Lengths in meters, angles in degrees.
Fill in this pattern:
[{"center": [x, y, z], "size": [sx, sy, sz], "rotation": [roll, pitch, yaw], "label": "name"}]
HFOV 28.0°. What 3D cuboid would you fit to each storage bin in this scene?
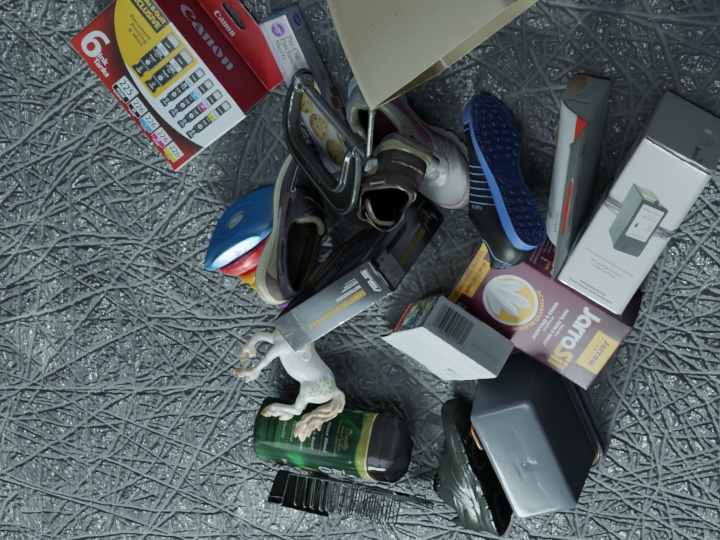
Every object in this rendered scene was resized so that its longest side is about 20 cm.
[{"center": [0.201, 0.200, 1.765], "size": [0.145, 0.134, 0.201], "rotation": [-17, 109, 24], "label": "storage bin"}]

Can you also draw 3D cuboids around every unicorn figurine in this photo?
[{"center": [-0.086, 0.110, 1.806], "size": [0.137, 0.074, 0.200], "rotation": [-28, 119, 15], "label": "unicorn figurine"}]

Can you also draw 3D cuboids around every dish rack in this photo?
[{"center": [-0.007, 0.302, 1.897], "size": [0.199, 0.153, 0.055], "rotation": [5, 79, 26], "label": "dish rack"}]

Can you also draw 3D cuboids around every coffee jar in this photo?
[{"center": [-0.034, 0.223, 1.887], "size": [0.199, 0.104, 0.086], "rotation": [7, 75, 18], "label": "coffee jar"}]

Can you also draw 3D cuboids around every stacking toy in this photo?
[{"center": [-0.093, 0.005, 1.808], "size": [0.116, 0.110, 0.200], "rotation": [-30, 118, 25], "label": "stacking toy"}]

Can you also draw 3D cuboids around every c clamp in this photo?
[{"center": [-0.035, -0.157, 1.621], "size": [0.200, 0.027, 0.172], "rotation": [48, 145, 41], "label": "c clamp"}]

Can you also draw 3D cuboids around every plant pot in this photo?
[{"center": [0.071, -0.313, 1.512], "size": [0.200, 0.200, 0.178], "rotation": [-33, 92, 32], "label": "plant pot"}]

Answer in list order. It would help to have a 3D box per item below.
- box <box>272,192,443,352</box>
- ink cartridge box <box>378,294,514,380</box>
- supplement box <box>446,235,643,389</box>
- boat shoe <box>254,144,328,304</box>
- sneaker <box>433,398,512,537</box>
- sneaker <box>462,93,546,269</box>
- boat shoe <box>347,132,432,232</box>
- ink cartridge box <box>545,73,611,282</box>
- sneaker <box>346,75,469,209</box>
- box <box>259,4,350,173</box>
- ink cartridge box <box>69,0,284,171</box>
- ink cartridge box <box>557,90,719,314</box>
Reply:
[{"center": [0.000, 0.000, 1.696], "size": [0.158, 0.200, 0.048], "rotation": [-34, 100, 31], "label": "box"}, {"center": [0.100, 0.084, 1.751], "size": [0.109, 0.051, 0.200], "rotation": [34, 168, -9], "label": "ink cartridge box"}, {"center": [0.216, 0.033, 1.700], "size": [0.199, 0.086, 0.111], "rotation": [31, 124, 2], "label": "supplement box"}, {"center": [-0.069, -0.056, 1.708], "size": [0.065, 0.201, 0.072], "rotation": [-3, 155, 45], "label": "boat shoe"}, {"center": [0.129, 0.259, 1.869], "size": [0.090, 0.076, 0.201], "rotation": [-4, 112, 33], "label": "sneaker"}, {"center": [0.146, -0.098, 1.624], "size": [0.078, 0.070, 0.201], "rotation": [-43, 53, 49], "label": "sneaker"}, {"center": [0.020, -0.085, 1.628], "size": [0.074, 0.074, 0.200], "rotation": [21, 156, -6], "label": "boat shoe"}, {"center": [0.219, -0.102, 1.555], "size": [0.050, 0.200, 0.163], "rotation": [14, 120, 18], "label": "ink cartridge box"}, {"center": [0.051, -0.140, 1.667], "size": [0.200, 0.088, 0.081], "rotation": [42, 123, -5], "label": "sneaker"}, {"center": [-0.056, -0.211, 1.698], "size": [0.041, 0.039, 0.201], "rotation": [-14, 112, 27], "label": "box"}, {"center": [-0.210, -0.253, 1.707], "size": [0.175, 0.084, 0.200], "rotation": [-34, 101, 31], "label": "ink cartridge box"}, {"center": [0.308, -0.076, 1.569], "size": [0.084, 0.146, 0.201], "rotation": [30, 123, 4], "label": "ink cartridge box"}]
